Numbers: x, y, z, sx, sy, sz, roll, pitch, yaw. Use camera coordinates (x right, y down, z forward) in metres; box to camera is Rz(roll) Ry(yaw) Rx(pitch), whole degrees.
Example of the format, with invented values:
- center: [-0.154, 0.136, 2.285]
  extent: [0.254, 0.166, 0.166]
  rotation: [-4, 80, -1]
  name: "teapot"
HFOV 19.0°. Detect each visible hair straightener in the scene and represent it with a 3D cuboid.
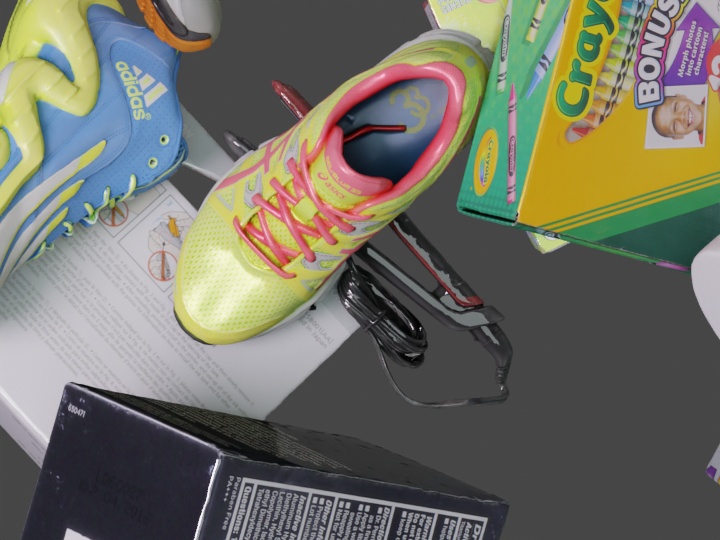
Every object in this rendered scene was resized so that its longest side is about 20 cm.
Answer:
- center: [0.000, 0.000, 1.088]
  extent: [0.077, 0.041, 0.200]
  rotation: [-43, 97, 2]
  name: "hair straightener"

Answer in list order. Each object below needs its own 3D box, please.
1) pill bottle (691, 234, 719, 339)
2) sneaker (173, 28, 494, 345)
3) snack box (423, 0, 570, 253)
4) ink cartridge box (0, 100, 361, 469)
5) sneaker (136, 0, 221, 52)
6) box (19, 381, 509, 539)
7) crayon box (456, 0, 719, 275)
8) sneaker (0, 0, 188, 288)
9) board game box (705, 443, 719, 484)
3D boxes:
- center: [0.252, -0.031, 0.964]
  extent: [0.200, 0.114, 0.114]
  rotation: [-39, 93, -14]
  name: "pill bottle"
- center: [-0.018, -0.041, 1.016]
  extent: [0.078, 0.090, 0.200]
  rotation: [44, 98, -2]
  name: "sneaker"
- center: [0.150, -0.113, 1.075]
  extent: [0.199, 0.053, 0.143]
  rotation: [-25, 94, 0]
  name: "snack box"
- center: [-0.121, 0.011, 1.079]
  extent: [0.200, 0.044, 0.174]
  rotation: [47, 65, -2]
  name: "ink cartridge box"
- center: [-0.074, -0.206, 1.044]
  extent: [0.091, 0.076, 0.201]
  rotation: [-6, 79, -10]
  name: "sneaker"
- center: [-0.059, 0.174, 1.000]
  extent: [0.198, 0.123, 0.201]
  rotation: [16, 92, -45]
  name: "box"
- center: [0.129, -0.108, 0.997]
  extent: [0.118, 0.058, 0.201]
  rotation: [13, 92, -28]
  name: "crayon box"
- center: [-0.138, -0.047, 1.025]
  extent: [0.105, 0.076, 0.201]
  rotation: [22, 69, -13]
  name: "sneaker"
- center: [0.289, 0.108, 1.061]
  extent: [0.199, 0.105, 0.103]
  rotation: [27, 92, -1]
  name: "board game box"
